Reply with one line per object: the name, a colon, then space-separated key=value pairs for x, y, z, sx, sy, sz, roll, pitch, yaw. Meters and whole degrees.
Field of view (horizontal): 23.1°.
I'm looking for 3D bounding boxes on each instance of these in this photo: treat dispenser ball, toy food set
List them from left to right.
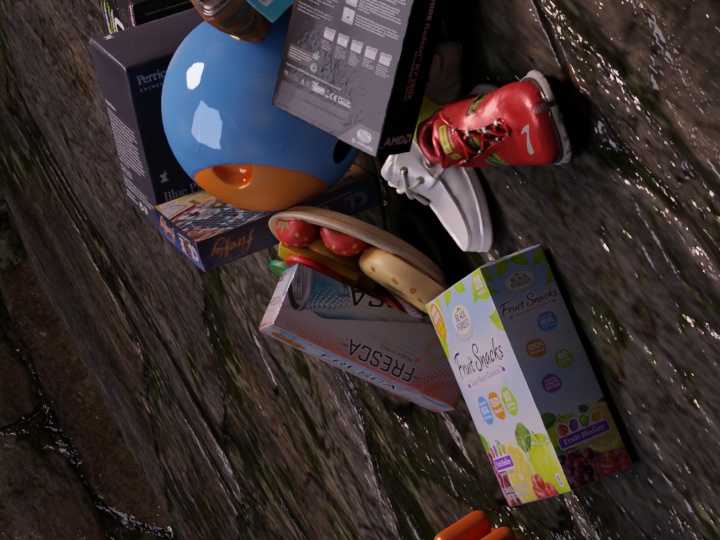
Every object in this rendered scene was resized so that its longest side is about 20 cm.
treat dispenser ball: x=-0.091 y=-0.157 z=1.693 sx=0.201 sy=0.201 sz=0.201 roll=55 pitch=158 yaw=36
toy food set: x=0.000 y=0.000 z=1.699 sx=0.200 sy=0.049 sz=0.198 roll=23 pitch=166 yaw=3

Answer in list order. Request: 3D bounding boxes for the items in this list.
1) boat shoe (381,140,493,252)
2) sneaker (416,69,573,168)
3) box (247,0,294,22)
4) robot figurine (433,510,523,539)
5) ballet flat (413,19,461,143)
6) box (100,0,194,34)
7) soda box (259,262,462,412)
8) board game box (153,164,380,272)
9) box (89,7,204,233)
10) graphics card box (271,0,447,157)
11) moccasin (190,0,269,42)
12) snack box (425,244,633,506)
boat shoe: x=0.050 y=-0.094 z=1.568 sx=0.200 sy=0.069 sz=0.071 roll=61 pitch=159 yaw=22
sneaker: x=0.101 y=-0.105 z=1.381 sx=0.077 sy=0.085 sz=0.200 roll=69 pitch=163 yaw=-6
box: x=-0.093 y=-0.303 z=1.592 sx=0.082 sy=0.049 sz=0.200 roll=39 pitch=-159 yaw=-23
robot figurine: x=0.125 y=0.340 z=1.758 sx=0.117 sy=0.144 sz=0.200 roll=-67 pitch=-28 yaw=-55
ballet flat: x=0.050 y=-0.199 z=1.475 sx=0.067 sy=0.067 sz=0.200 roll=-5 pitch=104 yaw=49
box: x=-0.223 y=-0.270 z=2.083 sx=0.149 sy=0.124 sz=0.200 roll=49 pitch=152 yaw=49
soda box: x=0.009 y=0.066 z=1.682 sx=0.069 sy=0.200 sz=0.064 roll=-68 pitch=13 yaw=-13
board game box: x=-0.097 y=-0.066 z=1.816 sx=0.135 sy=0.200 sz=0.035 roll=36 pitch=143 yaw=60
box: x=-0.164 y=-0.173 z=1.897 sx=0.117 sy=0.196 sz=0.200 roll=41 pitch=147 yaw=55
graphics card box: x=0.004 y=-0.206 z=1.437 sx=0.125 sy=0.051 sz=0.200 roll=28 pitch=115 yaw=33
moccasin: x=-0.132 y=-0.281 z=1.639 sx=0.078 sy=0.074 sz=0.201 roll=40 pitch=-171 yaw=-46
snack box: x=0.141 y=0.095 z=1.518 sx=0.169 sy=0.068 sz=0.200 roll=136 pitch=113 yaw=-71
